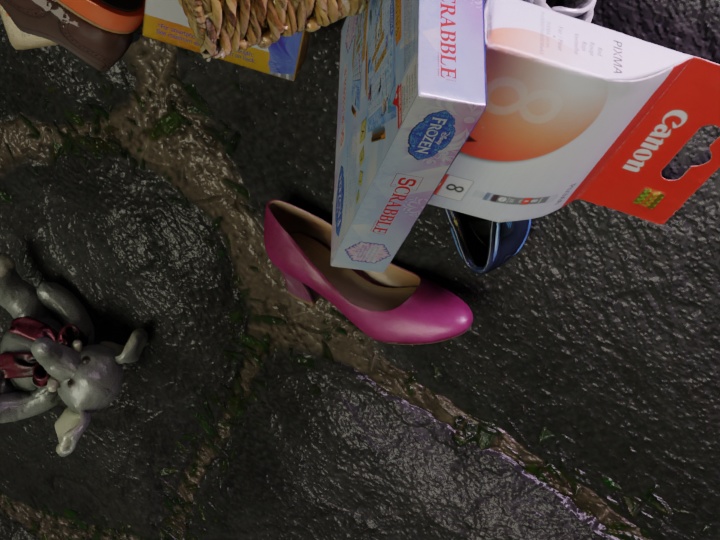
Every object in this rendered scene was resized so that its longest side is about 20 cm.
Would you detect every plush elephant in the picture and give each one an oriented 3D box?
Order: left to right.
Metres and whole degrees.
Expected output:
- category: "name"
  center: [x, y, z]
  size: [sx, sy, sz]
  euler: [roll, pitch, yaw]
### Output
- category: "plush elephant"
  center: [-0.318, 0.099, 1.111]
  size: [0.154, 0.166, 0.200]
  euler: [3, 152, 48]

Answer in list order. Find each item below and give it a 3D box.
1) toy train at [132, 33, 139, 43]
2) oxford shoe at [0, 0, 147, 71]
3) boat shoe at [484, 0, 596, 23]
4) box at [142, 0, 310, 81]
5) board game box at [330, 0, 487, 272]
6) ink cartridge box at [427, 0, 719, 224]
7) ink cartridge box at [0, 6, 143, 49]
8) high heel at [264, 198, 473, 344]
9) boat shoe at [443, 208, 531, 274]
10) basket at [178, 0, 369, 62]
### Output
- category: "toy train"
  center: [-0.240, -0.280, 0.878]
  size: [0.046, 0.034, 0.201]
  euler: [3, 123, 47]
- category: "oxford shoe"
  center: [-0.256, -0.215, 0.766]
  size: [0.199, 0.071, 0.073]
  euler: [33, 129, -7]
- category: "boat shoe"
  center: [0.109, -0.165, 0.639]
  size: [0.065, 0.074, 0.201]
  euler: [30, 152, 23]
- category: "box"
  center: [-0.079, -0.236, 0.716]
  size: [0.118, 0.042, 0.201]
  euler: [16, 133, 1]
- category: "board game box"
  center: [0.025, -0.131, 0.664]
  size: [0.041, 0.201, 0.200]
  euler: [8, 153, -12]
- category: "ink cartridge box"
  center: [0.141, -0.078, 0.673]
  size: [0.199, 0.050, 0.162]
  euler: [17, 148, -8]
- category: "ink cartridge box"
  center: [-0.211, -0.282, 0.799]
  size: [0.163, 0.075, 0.201]
  euler: [-4, 119, 14]
- category: "high heel"
  center: [0.000, 0.000, 0.882]
  size: [0.199, 0.068, 0.097]
  euler: [12, 137, 31]
- category: "boat shoe"
  center: [0.082, -0.091, 0.767]
  size: [0.084, 0.069, 0.201]
  euler: [-9, 115, 37]
- category: "basket"
  center: [-0.060, -0.249, 0.595]
  size: [0.200, 0.142, 0.150]
  euler: [86, 161, -60]
